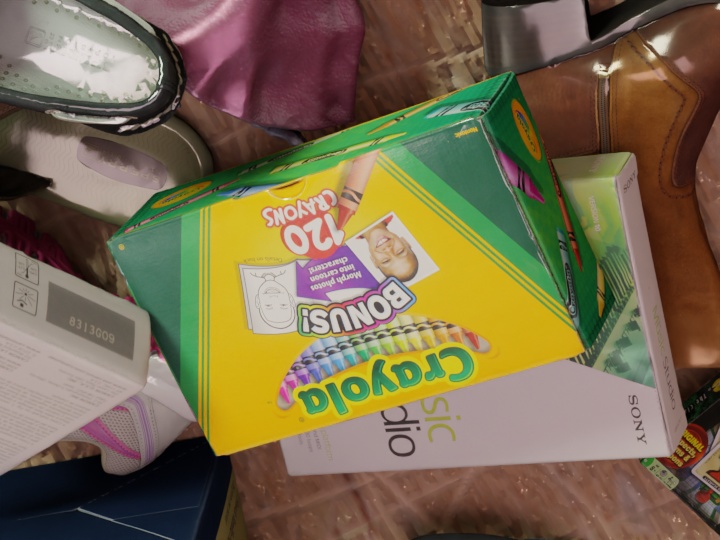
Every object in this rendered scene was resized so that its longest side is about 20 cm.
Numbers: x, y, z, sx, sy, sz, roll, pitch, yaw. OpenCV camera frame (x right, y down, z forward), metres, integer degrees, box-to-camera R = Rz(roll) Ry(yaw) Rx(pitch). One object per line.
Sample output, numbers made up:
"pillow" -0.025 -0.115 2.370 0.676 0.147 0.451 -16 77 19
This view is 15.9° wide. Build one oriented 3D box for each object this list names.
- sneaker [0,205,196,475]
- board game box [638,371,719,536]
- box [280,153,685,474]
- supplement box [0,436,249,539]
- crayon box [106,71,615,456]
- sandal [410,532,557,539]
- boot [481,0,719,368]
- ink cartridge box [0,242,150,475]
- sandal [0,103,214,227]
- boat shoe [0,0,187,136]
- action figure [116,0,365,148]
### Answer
"sneaker" -0.164 0.036 1.261 0.200 0.081 0.088 32 108 -7
"board game box" 0.240 0.119 1.278 0.105 0.023 0.200 -43 110 15
"box" 0.044 0.024 1.229 0.200 0.036 0.145 -6 113 21
"supplement box" -0.147 0.213 1.296 0.200 0.134 0.200 -10 109 8
"crayon box" 0.000 0.000 1.171 0.200 0.058 0.119 -18 108 26
"sandal" 0.111 0.171 1.316 0.200 0.043 0.076 11 118 -10
"boot" 0.158 -0.043 1.215 0.188 0.069 0.200 -9 110 7
"ink cartridge box" -0.219 0.046 1.185 0.160 0.047 0.200 26 139 -35
"sandal" -0.168 -0.066 1.236 0.200 0.057 0.080 14 110 -1
"boat shoe" -0.170 -0.112 1.113 0.200 0.060 0.076 14 90 -3
"action figure" -0.028 -0.162 1.187 0.149 0.134 0.200 29 104 34
